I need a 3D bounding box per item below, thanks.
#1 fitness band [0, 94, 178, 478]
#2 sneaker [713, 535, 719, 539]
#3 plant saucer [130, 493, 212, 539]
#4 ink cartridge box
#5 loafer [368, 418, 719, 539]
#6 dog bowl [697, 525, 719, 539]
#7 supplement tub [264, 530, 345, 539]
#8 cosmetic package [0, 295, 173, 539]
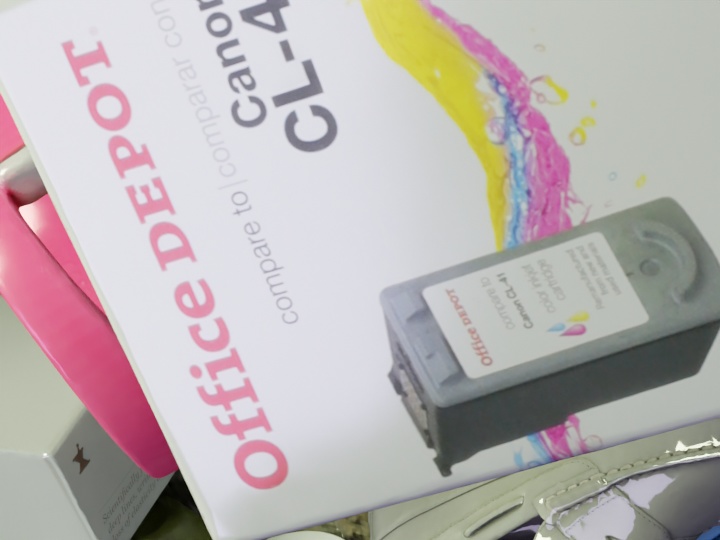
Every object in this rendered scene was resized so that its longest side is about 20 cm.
[{"bbox_3d":[-0.105,-0.017,0.712,0.200,0.037,0.144,54,177,43],"label":"fitness band"},{"bbox_3d":[0.076,0.082,0.829,0.200,0.075,0.090,24,138,6],"label":"sneaker"},{"bbox_3d":[-0.156,0.129,0.969,0.199,0.200,0.031,1,101,31],"label":"plant saucer"},{"bbox_3d":[0.038,-0.039,0.469,0.199,0.086,0.148,-18,115,10],"label":"ink cartridge box"},{"bbox_3d":[0.083,0.079,0.708,0.070,0.070,0.200,24,148,-37],"label":"loafer"},{"bbox_3d":[0.131,0.127,0.755,0.112,0.200,0.050,55,-176,-7],"label":"dog bowl"},{"bbox_3d":[0.003,0.230,0.997,0.144,0.145,0.200,-7,132,38],"label":"supplement tub"},{"bbox_3d":[-0.175,0.067,0.944,0.199,0.102,0.074,2,131,32],"label":"cosmetic package"}]
